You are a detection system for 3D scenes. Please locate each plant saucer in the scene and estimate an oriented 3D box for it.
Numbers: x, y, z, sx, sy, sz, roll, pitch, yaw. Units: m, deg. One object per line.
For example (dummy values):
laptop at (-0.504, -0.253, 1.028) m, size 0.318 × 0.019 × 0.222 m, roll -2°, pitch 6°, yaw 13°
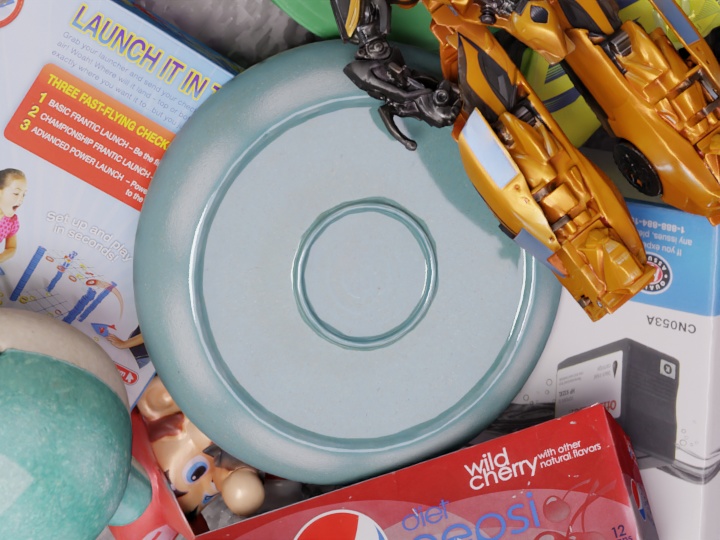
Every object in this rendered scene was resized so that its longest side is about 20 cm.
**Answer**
plant saucer at (0.000, 0.000, 0.941) m, size 0.198 × 0.027 × 0.202 m, roll -3°, pitch 100°, yaw -14°

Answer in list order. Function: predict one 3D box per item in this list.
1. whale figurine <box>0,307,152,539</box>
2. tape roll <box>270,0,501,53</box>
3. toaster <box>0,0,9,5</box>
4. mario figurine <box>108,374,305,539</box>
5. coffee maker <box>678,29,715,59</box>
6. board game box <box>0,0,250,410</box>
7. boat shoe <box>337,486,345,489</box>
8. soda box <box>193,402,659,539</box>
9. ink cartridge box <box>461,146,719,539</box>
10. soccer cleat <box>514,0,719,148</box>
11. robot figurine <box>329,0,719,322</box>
whale figurine at (-0.165, 0.105, 0.904) m, size 0.158 × 0.104 × 0.201 m, roll 5°, pitch 138°, yaw -15°
tape roll at (0.023, -0.197, 0.948) m, size 0.199 × 0.048 × 0.202 m, roll -11°, pitch 118°, yaw -21°
toaster at (-0.166, -0.166, 0.782) m, size 0.128 × 0.201 × 0.114 m, roll -27°, pitch 159°, yaw 15°
mario figurine at (-0.035, 0.065, 1.008) m, size 0.200 × 0.106 × 0.124 m, roll -42°, pitch 103°, yaw -9°
coffee maker at (0.249, -0.082, 1.065) m, size 0.190 × 0.135 × 0.202 m, roll -5°, pitch 116°, yaw -25°
board game box at (-0.153, -0.034, 0.934) m, size 0.199 × 0.056 × 0.197 m, roll 30°, pitch 98°, yaw -34°
boat shoe at (0.012, 0.180, 1.032) m, size 0.062 × 0.072 × 0.202 m, roll 14°, pitch 65°, yaw -17°
soda box at (0.031, 0.126, 0.959) m, size 0.198 × 0.071 × 0.063 m, roll -19°, pitch 158°, yaw 11°
ink cartridge box at (0.120, 0.052, 1.027) m, size 0.083 × 0.144 × 0.202 m, roll -22°, pitch 118°, yaw -52°
soccer cleat at (0.137, -0.126, 0.970) m, size 0.201 × 0.083 × 0.065 m, roll -60°, pitch 163°, yaw 21°
robot figurine at (0.080, -0.089, 0.908) m, size 0.145 × 0.058 × 0.201 m, roll -37°, pitch 89°, yaw -16°
